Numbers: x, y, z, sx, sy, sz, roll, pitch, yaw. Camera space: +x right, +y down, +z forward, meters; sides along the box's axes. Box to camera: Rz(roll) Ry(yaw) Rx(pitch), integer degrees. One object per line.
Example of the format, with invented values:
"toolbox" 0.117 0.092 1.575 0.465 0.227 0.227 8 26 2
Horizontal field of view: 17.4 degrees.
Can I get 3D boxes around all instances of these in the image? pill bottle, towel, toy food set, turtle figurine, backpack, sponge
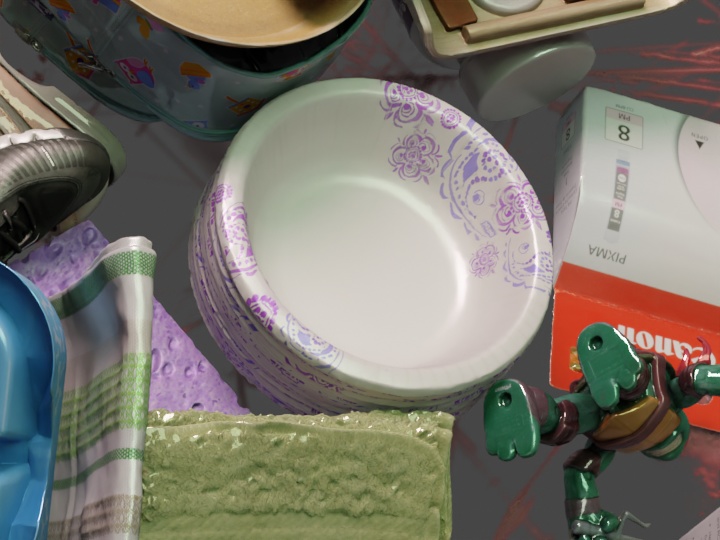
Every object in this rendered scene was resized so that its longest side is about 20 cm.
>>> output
"pill bottle" 0.067 -0.198 1.477 0.112 0.112 0.200 -15 68 -30
"towel" -0.135 0.095 1.167 0.031 0.149 0.200 7 75 -17
"toy food set" 0.100 -0.213 1.395 0.200 0.060 0.144 -14 68 -21
"turtle figurine" 0.157 0.090 1.348 0.200 0.150 0.101 26 18 -52
"towel" -0.040 0.145 1.237 0.200 0.036 0.149 2 93 -27
"backpack" -0.099 -0.171 1.364 0.200 0.153 0.176 40 48 7
"sponge" -0.131 0.075 1.283 0.112 0.030 0.200 -35 79 -34

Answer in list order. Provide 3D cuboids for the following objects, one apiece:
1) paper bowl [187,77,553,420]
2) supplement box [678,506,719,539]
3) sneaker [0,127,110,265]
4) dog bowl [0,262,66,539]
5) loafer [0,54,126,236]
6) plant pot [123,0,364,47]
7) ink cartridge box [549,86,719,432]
"paper bowl" 0.000 0.000 1.337 0.200 0.104 0.201 11 58 -18
"supplement box" 0.238 0.180 1.274 0.101 0.200 0.103 14 57 -15
"sneaker" -0.215 -0.009 1.246 0.200 0.067 0.091 -23 46 -18
"dog bowl" -0.202 0.086 1.172 0.111 0.050 0.200 8 95 12
"loafer" -0.227 -0.096 1.321 0.200 0.072 0.063 34 61 -5
"plant pot" -0.082 -0.202 1.284 0.200 0.027 0.200 12 59 -21
"ink cartridge box" 0.200 -0.006 1.463 0.162 0.057 0.200 15 52 -15
